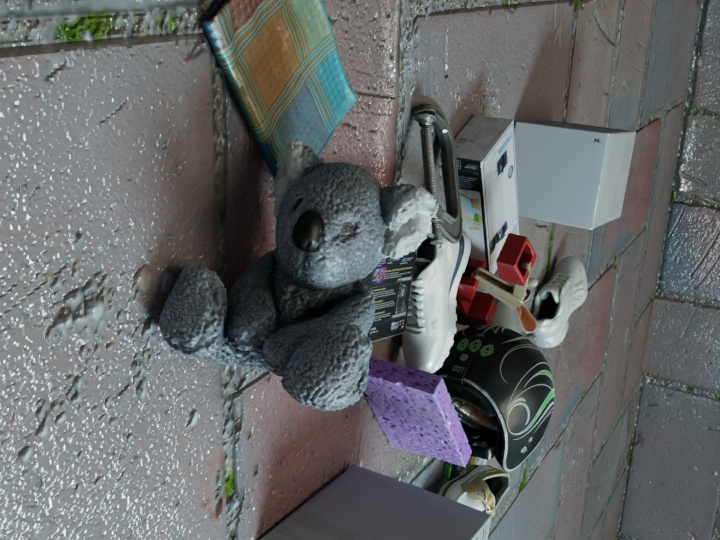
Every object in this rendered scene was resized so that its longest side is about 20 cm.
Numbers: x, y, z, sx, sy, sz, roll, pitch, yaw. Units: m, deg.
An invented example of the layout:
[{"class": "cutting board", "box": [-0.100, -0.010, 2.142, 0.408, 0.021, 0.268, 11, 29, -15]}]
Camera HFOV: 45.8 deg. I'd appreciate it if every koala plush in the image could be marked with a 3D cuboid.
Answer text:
[{"class": "koala plush", "box": [-0.038, -0.004, 0.730, 0.201, 0.177, 0.184, -71, 162, 0]}]

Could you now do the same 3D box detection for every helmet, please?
[{"class": "helmet", "box": [0.181, 0.175, 1.204, 0.191, 0.200, 0.201, -33, 130, -49]}]

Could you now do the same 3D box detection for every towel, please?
[{"class": "towel", "box": [-0.063, -0.183, 0.766, 0.147, 0.022, 0.200, -61, 148, -30]}]

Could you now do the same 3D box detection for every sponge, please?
[{"class": "sponge", "box": [0.068, 0.181, 1.071, 0.030, 0.111, 0.200, -62, 149, -29]}]

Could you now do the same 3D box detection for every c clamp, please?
[{"class": "c clamp", "box": [0.093, -0.117, 1.024, 0.171, 0.027, 0.201, 34, 50, -57]}]

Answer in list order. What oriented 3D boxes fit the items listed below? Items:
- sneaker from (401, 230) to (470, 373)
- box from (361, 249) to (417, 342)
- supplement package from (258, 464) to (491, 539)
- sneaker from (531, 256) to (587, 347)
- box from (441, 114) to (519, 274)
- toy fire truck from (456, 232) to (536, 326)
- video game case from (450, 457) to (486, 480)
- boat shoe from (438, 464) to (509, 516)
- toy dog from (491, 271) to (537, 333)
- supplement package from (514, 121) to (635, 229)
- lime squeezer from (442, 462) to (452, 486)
[{"class": "sneaker", "box": [0.079, 0.035, 1.089, 0.080, 0.076, 0.201, 10, 88, -51]}, {"class": "box", "box": [0.000, 0.000, 0.938, 0.200, 0.043, 0.161, -9, 109, -61]}, {"class": "supplement package", "box": [0.016, 0.349, 0.957, 0.200, 0.191, 0.148, -23, 122, -57]}, {"class": "sneaker", "box": [0.385, 0.047, 1.654, 0.200, 0.078, 0.099, -65, 147, -25]}, {"class": "box", "box": [0.173, -0.103, 1.203, 0.117, 0.060, 0.200, -50, 143, -40]}, {"class": "toy fire truck", "box": [0.176, 0.020, 1.172, 0.049, 0.141, 0.200, -63, 149, -26]}, {"class": "video game case", "box": [0.186, 0.321, 1.453, 0.143, 0.018, 0.201, -26, 124, -57]}, {"class": "boat shoe", "box": [0.177, 0.359, 1.340, 0.200, 0.068, 0.075, -32, 110, -59]}, {"class": "toy dog", "box": [0.252, 0.079, 1.390, 0.132, 0.096, 0.200, 40, 66, -60]}, {"class": "supplement package", "box": [0.347, -0.164, 1.407, 0.200, 0.150, 0.152, -17, 117, -59]}, {"class": "lime squeezer", "box": [0.125, 0.414, 1.373, 0.071, 0.038, 0.201, -95, -172, -75]}]
